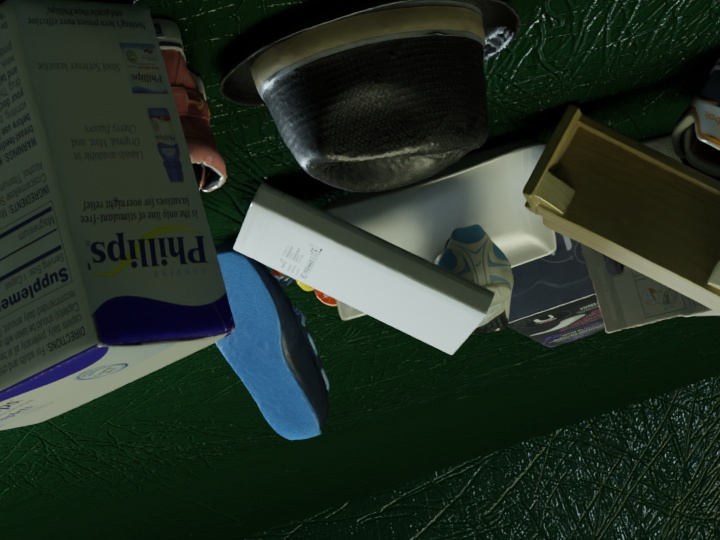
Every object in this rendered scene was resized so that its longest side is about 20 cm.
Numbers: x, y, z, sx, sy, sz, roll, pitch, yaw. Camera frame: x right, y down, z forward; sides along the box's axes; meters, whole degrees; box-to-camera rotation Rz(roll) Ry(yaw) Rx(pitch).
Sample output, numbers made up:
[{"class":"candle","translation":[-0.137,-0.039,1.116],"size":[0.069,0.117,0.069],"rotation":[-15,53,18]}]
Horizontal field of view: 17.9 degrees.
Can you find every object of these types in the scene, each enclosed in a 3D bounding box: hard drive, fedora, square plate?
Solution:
[{"class":"hard drive","translation":[0.000,0.000,1.805],"size":[0.199,0.027,0.132],"rotation":[26,162,-2]},{"class":"fedora","translation":[0.015,-0.105,1.440],"size":[0.199,0.092,0.201],"rotation":[-15,168,-3]},{"class":"square plate","translation":[0.063,-0.038,1.892],"size":[0.197,0.029,0.200],"rotation":[-17,153,-1]}]

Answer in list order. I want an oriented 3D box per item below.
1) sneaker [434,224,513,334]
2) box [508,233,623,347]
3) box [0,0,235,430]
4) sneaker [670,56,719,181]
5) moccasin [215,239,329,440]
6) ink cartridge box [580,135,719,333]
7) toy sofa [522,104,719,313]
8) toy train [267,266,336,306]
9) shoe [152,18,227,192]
[{"class":"sneaker","translation":[0.090,0.013,1.909],"size":[0.071,0.073,0.200],"rotation":[-5,166,-5]},{"class":"box","translation":[0.196,-0.004,2.137],"size":[0.122,0.107,0.200],"rotation":[-20,168,13]},{"class":"box","translation":[-0.188,-0.027,1.285],"size":[0.183,0.201,0.105],"rotation":[-24,166,40]},{"class":"sneaker","translation":[0.285,-0.103,1.794],"size":[0.078,0.080,0.200],"rotation":[27,171,16]},{"class":"moccasin","translation":[-0.083,0.054,1.961],"size":[0.080,0.201,0.068],"rotation":[-4,-146,23]},{"class":"ink cartridge box","translation":[0.278,-0.036,1.952],"size":[0.199,0.162,0.050],"rotation":[-13,165,-9]},{"class":"toy sofa","translation":[0.231,-0.043,1.775],"size":[0.199,0.083,0.098],"rotation":[28,175,17]},{"class":"toy train","translation":[-0.032,0.000,1.996],"size":[0.199,0.056,0.150],"rotation":[-21,167,31]},{"class":"shoe","translation":[-0.123,-0.079,1.396],"size":[0.071,0.092,0.200],"rotation":[-14,169,-4]}]
